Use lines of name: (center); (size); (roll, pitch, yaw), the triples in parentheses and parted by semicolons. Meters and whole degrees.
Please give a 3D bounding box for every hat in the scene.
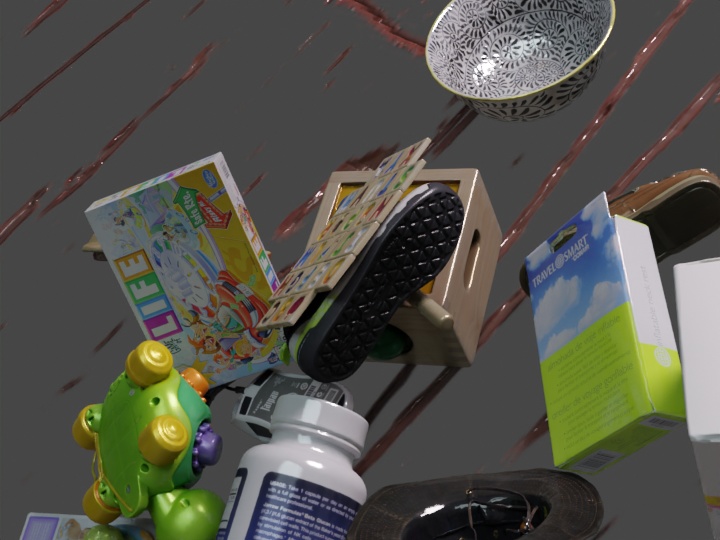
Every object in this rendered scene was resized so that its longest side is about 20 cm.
hat: (0.091, 0.220, 0.860); (0.198, 0.082, 0.201); (-8, 12, 2)

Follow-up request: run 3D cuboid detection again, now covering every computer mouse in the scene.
computer mouse: (-0.084, 0.131, 1.055); (0.199, 0.044, 0.110); (12, 55, 38)

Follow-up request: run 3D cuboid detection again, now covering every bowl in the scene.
bowl: (0.175, -0.221, 1.179); (0.198, 0.095, 0.202); (-13, 49, 15)

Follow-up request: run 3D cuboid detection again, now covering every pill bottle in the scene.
pill bottle: (-0.058, 0.210, 0.909); (0.110, 0.111, 0.202); (6, 68, 28)

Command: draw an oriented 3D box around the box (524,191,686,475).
box: (0.198, 0.052, 0.924); (0.122, 0.047, 0.202); (-45, 40, 47)

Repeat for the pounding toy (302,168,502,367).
pounding toy: (0.037, 0.002, 1.031); (0.182, 0.143, 0.202); (1, 55, 25)

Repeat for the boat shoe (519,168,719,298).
boat shoe: (0.240, -0.030, 1.023); (0.198, 0.072, 0.068); (-23, 17, 17)

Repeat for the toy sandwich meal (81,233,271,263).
toy sandwich meal: (-0.186, -0.005, 1.147); (0.203, 0.205, 0.071); (0, 92, 24)

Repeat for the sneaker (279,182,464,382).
sneaker: (0.000, 0.000, 0.927); (0.200, 0.072, 0.083); (-49, 37, -3)

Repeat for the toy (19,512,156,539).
toy: (-0.247, 0.270, 1.013); (0.198, 0.047, 0.116); (-5, 53, 22)

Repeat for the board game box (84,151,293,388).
board game box: (-0.150, 0.008, 1.033); (0.133, 0.202, 0.034); (-19, 18, 13)

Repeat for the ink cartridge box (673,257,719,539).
ink cartridge box: (0.308, 0.100, 0.788); (0.143, 0.201, 0.148); (-8, 50, 18)

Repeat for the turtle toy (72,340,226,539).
turtle toy: (-0.178, 0.169, 1.001); (0.146, 0.100, 0.201); (-44, 50, 34)

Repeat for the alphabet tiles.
alphabet tiles: (-0.016, -0.030, 0.953); (0.201, 0.006, 0.166); (-54, 14, -17)
